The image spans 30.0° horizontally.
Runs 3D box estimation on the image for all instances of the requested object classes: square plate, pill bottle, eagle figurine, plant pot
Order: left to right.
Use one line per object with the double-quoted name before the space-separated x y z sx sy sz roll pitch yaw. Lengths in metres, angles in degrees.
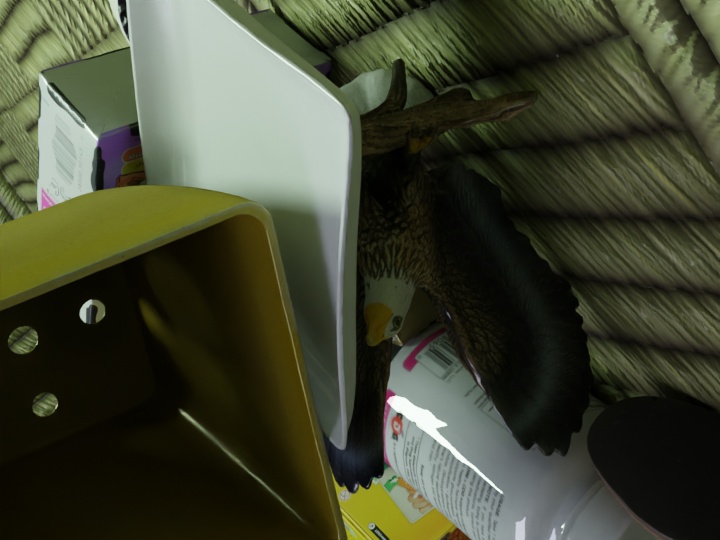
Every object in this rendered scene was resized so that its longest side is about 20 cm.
"plant pot" -0.147 0.064 0.673 0.176 0.198 0.202 34 142 56
"square plate" -0.053 -0.045 0.645 0.200 0.028 0.200 45 146 38
"eagle figurine" 0.025 0.005 0.702 0.151 0.151 0.202 20 140 43
"pill bottle" 0.105 0.120 0.807 0.200 0.113 0.114 36 159 45

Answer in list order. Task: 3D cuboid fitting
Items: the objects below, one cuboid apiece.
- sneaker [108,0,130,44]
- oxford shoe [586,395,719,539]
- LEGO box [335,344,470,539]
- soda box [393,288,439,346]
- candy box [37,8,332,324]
"sneaker" -0.155 -0.227 0.890 0.094 0.070 0.201 61 178 47
"oxford shoe" 0.192 0.132 0.668 0.199 0.071 0.072 35 162 43
"LEGO box" 0.033 0.128 0.969 0.200 0.148 0.078 39 162 39
"soda box" 0.000 0.000 0.923 0.064 0.068 0.200 55 165 -13
"candy box" -0.114 -0.044 0.841 0.071 0.167 0.202 43 138 31
